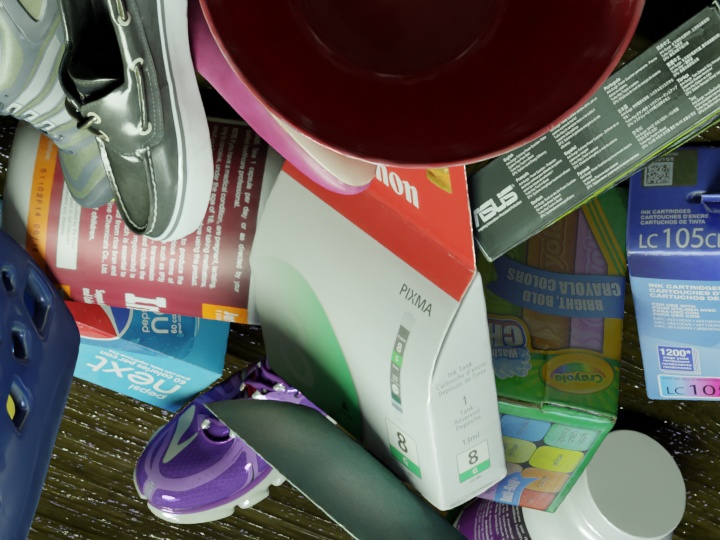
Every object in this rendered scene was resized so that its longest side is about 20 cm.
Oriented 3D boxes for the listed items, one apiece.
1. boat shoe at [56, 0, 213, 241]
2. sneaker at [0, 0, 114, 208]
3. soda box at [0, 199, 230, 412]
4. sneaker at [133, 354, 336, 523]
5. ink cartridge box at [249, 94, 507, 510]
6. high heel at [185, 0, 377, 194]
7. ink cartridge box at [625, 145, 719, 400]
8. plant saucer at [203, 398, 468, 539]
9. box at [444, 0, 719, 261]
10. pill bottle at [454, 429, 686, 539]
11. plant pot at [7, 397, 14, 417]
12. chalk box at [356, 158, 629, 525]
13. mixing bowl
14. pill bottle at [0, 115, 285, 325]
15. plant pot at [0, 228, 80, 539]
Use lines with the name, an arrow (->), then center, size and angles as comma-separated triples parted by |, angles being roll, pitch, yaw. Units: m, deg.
boat shoe -> -0.114, -0.095, 1.122 | 0.069, 0.057, 0.200 | 33, 138, 40
sneaker -> -0.162, -0.101, 1.188 | 0.081, 0.074, 0.200 | -31, 141, -16
soda box -> -0.182, 0.018, 1.474 | 0.200, 0.064, 0.068 | 22, 147, -24
sneaker -> -0.057, 0.075, 1.469 | 0.200, 0.081, 0.083 | -36, 153, -5
ink cartridge box -> 0.000, 0.000, 1.187 | 0.050, 0.161, 0.200 | -29, 131, -22
high heel -> -0.069, -0.102, 1.155 | 0.200, 0.067, 0.096 | 51, 139, 9
ink cartridge box -> 0.221, -0.004, 1.343 | 0.136, 0.076, 0.200 | 0, 147, 12
plant saucer -> 0.005, 0.122, 1.253 | 0.201, 0.039, 0.201 | 40, 177, 3
box -> 0.163, -0.093, 1.113 | 0.193, 0.048, 0.200 | -28, 175, -40
pill bottle -> 0.137, 0.181, 1.632 | 0.112, 0.113, 0.200 | 18, 148, -18
plant pot -> -0.296, 0.086, 1.537 | 0.200, 0.142, 0.200 | 5, 149, 3
chalk box -> 0.074, 0.053, 1.344 | 0.124, 0.200, 0.124 | 12, 150, -8
mixing bowl -> 0.022, -0.142, 1.072 | 0.200, 0.200, 0.108 | 10, 178, -6
pill bottle -> -0.091, -0.030, 1.325 | 0.200, 0.113, 0.113 | 7, 149, 1
plant pot -> -0.274, 0.046, 1.220 | 0.200, 0.200, 0.180 | -1, 136, 14
